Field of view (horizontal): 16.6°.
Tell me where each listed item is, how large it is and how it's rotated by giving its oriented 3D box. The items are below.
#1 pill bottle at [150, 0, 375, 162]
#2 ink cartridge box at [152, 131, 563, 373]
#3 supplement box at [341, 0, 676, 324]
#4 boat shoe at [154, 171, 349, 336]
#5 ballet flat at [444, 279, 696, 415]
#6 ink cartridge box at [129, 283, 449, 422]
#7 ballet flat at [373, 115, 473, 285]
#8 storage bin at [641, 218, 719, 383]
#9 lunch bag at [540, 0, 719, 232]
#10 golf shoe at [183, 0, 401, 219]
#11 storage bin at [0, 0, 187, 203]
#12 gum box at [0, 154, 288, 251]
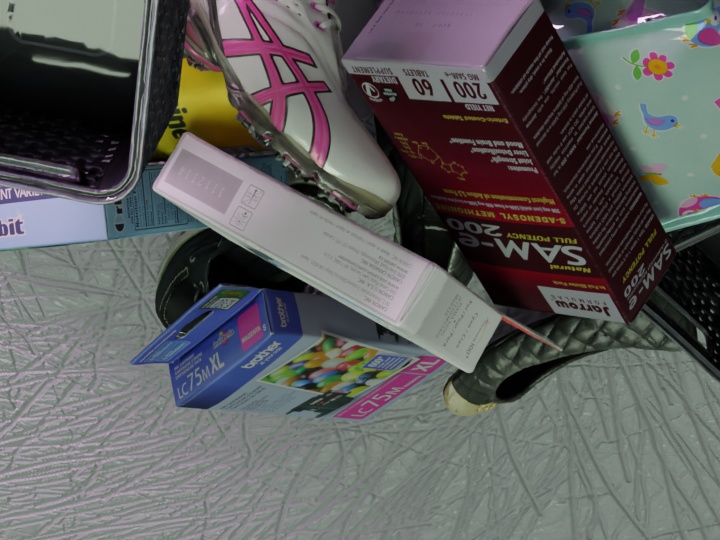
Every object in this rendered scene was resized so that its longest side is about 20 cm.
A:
[{"bbox_3d":[-0.093,-0.125,1.482,0.199,0.113,0.113,-5,136,20],"label":"pill bottle"},{"bbox_3d":[0.000,0.000,1.445,0.199,0.045,0.176,29,178,34],"label":"ink cartridge box"},{"bbox_3d":[0.085,-0.062,1.372,0.108,0.061,0.200,8,143,44],"label":"supplement box"},{"bbox_3d":[-0.080,0.006,1.661,0.074,0.066,0.199,37,134,-26],"label":"boat shoe"},{"bbox_3d":[0.134,0.059,1.646,0.199,0.057,0.066,-28,169,35],"label":"ballet flat"},{"bbox_3d":[-0.042,0.058,1.668,0.199,0.042,0.119,10,147,-37],"label":"ink cartridge box"},{"bbox_3d":[0.046,-0.049,1.571,0.066,0.057,0.201,1,138,13],"label":"ballet flat"},{"bbox_3d":[0.272,-0.025,1.507,0.199,0.094,0.135,-27,126,38],"label":"storage bin"},{"bbox_3d":[0.146,-0.109,1.425,0.199,0.122,0.171,-12,134,29],"label":"lunch bag"},{"bbox_3d":[-0.039,-0.117,1.374,0.092,0.073,0.200,-42,86,3],"label":"golf shoe"},{"bbox_3d":[-0.161,-0.151,1.267,0.134,0.094,0.201,11,119,4],"label":"storage bin"},{"bbox_3d":[-0.167,-0.040,1.538,0.169,0.200,0.045,-4,92,31],"label":"gum box"}]
